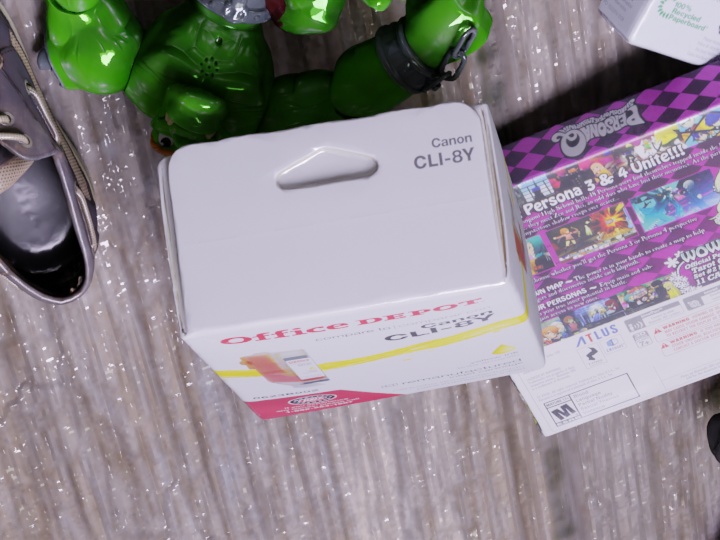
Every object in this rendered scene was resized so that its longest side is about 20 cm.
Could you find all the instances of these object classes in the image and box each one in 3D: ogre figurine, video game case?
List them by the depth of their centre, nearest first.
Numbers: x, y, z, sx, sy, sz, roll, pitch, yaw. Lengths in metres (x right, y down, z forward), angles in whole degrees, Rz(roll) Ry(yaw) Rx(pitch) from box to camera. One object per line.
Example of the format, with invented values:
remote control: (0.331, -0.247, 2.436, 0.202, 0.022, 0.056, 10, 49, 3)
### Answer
ogre figurine: (-0.055, -0.107, 1.248, 0.199, 0.098, 0.120, 7, 131, -22)
video game case: (0.150, -0.013, 1.438, 0.199, 0.036, 0.181, -22, 134, 12)

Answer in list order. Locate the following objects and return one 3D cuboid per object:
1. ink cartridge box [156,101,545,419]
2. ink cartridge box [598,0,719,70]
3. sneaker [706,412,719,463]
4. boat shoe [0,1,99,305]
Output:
ink cartridge box: (0.000, 0.000, 1.284, 0.145, 0.084, 0.200, -10, 166, 6)
ink cartridge box: (0.238, -0.177, 1.387, 0.199, 0.041, 0.200, 14, 116, -37)
sneaker: (0.253, 0.031, 1.538, 0.200, 0.091, 0.076, -49, 119, -15)
boat shoe: (-0.163, -0.062, 1.246, 0.074, 0.073, 0.200, -35, 133, 1)
